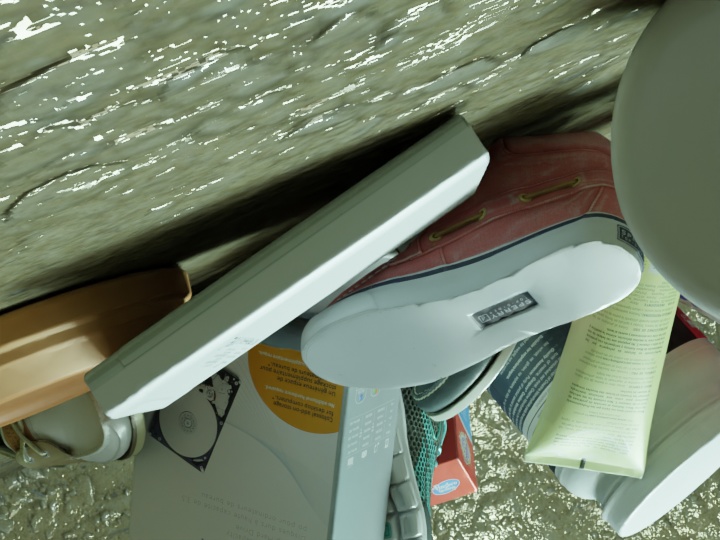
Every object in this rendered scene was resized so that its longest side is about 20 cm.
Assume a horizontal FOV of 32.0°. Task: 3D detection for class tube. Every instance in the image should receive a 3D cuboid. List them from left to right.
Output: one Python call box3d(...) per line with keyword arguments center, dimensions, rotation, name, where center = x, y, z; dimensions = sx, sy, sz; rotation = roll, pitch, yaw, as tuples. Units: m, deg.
box3d(center=(0.151, 0.034, 0.732), dimensions=(0.058, 0.202, 0.052), rotation=(27, -148, 34), name="tube")

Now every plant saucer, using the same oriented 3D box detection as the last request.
box3d(center=(-0.177, 0.053, 0.656), dimensions=(0.198, 0.038, 0.200), rotation=(-23, 176, -2), name="plant saucer")

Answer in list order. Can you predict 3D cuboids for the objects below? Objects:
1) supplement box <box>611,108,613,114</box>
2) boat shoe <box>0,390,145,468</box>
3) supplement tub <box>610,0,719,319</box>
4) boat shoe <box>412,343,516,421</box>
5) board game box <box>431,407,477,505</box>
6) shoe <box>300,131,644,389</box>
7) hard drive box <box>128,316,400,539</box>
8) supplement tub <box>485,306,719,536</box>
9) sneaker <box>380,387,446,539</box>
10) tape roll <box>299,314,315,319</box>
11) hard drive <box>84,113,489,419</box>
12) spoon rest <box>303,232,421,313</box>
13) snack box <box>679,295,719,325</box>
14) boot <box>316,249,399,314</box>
box3d(center=(0.270, -0.078, 0.752), dimensions=(0.198, 0.132, 0.103), rotation=(-21, 175, -33), name="supplement box")
box3d(center=(-0.198, 0.098, 0.812), dimensions=(0.068, 0.076, 0.199), rotation=(-19, 179, -31), name="boat shoe")
box3d(center=(0.205, -0.061, 0.513), dimensions=(0.145, 0.147, 0.199), rotation=(-26, 175, 38), name="supplement tub")
box3d(center=(0.077, 0.007, 0.779), dimensions=(0.201, 0.061, 0.073), rotation=(-58, -163, 27), name="boat shoe")
box3d(center=(-0.009, 0.137, 1.000), dimensions=(0.198, 0.041, 0.154), rotation=(-22, -145, 15), name="board game box")
box3d(center=(0.057, -0.006, 0.691), dimensions=(0.198, 0.092, 0.072), rotation=(-22, 133, 24), name="shoe")
box3d(center=(-0.063, 0.133, 0.804), dimensions=(0.154, 0.203, 0.077), rotation=(11, -167, 27), name="hard drive box")
box3d(center=(0.161, 0.065, 0.866), dimensions=(0.139, 0.201, 0.141), rotation=(-31, 155, -17), name="supplement tub")
box3d(center=(0.029, 0.128, 0.851), dimensions=(0.077, 0.203, 0.091), rotation=(-3, -176, 41), name="sneaker")
box3d(center=(-0.031, 0.091, 0.980), dimensions=(0.198, 0.066, 0.201), rotation=(-22, -146, 16), name="tape roll")
box3d(center=(-0.030, 0.002, 0.601), dimensions=(0.199, 0.026, 0.132), rotation=(-35, 176, -1), name="hard drive")
box3d(center=(0.000, 0.000, 0.778), dimensions=(0.099, 0.061, 0.199), rotation=(-25, 176, 31), name="spoon rest")
box3d(center=(0.200, -0.010, 0.835), dimensions=(0.024, 0.198, 0.072), rotation=(-57, -170, 22), name="snack box")
box3d(center=(0.053, -0.015, 0.912), dimensions=(0.199, 0.076, 0.074), rotation=(-34, 148, -5), name="boot")
